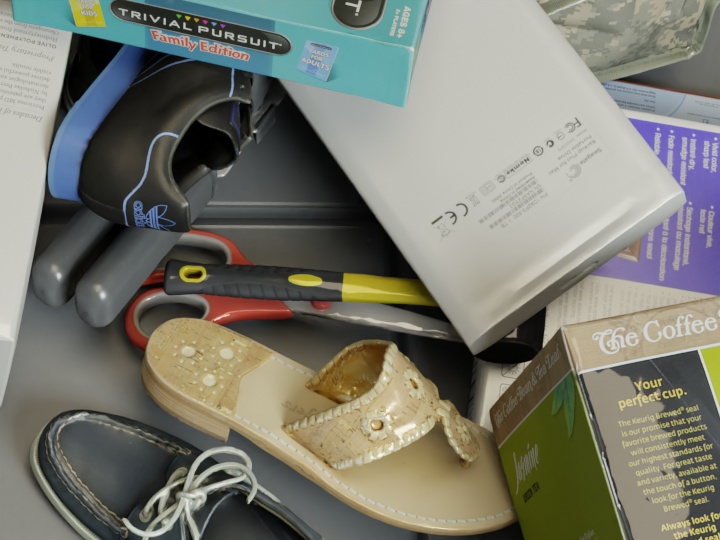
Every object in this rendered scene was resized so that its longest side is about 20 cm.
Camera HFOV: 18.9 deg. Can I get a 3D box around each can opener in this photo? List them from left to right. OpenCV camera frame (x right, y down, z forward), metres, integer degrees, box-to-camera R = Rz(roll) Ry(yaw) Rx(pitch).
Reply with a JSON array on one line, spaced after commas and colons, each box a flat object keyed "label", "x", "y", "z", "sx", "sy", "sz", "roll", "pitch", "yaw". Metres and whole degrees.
[{"label": "can opener", "x": -0.102, "y": -0.060, "z": 1.137, "sx": 0.053, "sy": 0.067, "sz": 0.200, "roll": 24, "pitch": 52, "yaw": 15}]

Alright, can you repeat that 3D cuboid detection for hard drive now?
[{"label": "hard drive", "x": 0.055, "y": -0.075, "z": 1.105, "sx": 0.132, "sy": 0.026, "sz": 0.200, "roll": -35, "pitch": 68, "yaw": 1}]

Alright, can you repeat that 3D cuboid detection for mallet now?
[{"label": "mallet", "x": 0.000, "y": 0.000, "z": 1.120, "sx": 0.199, "sy": 0.041, "sz": 0.066, "roll": 10, "pitch": 69, "yaw": 5}]

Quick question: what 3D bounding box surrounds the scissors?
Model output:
[{"label": "scissors", "x": -0.032, "y": 0.009, "z": 1.139, "sx": 0.199, "sy": 0.014, "sz": 0.073, "roll": -2, "pitch": 59, "yaw": -1}]

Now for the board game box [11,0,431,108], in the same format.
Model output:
[{"label": "board game box", "x": -0.057, "y": -0.173, "z": 1.080, "sx": 0.199, "sy": 0.047, "sz": 0.151, "roll": 12, "pitch": 56, "yaw": 3}]

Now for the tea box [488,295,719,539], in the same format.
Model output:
[{"label": "tea box", "x": 0.193, "y": 0.118, "z": 1.030, "sx": 0.199, "sy": 0.134, "sz": 0.198, "roll": -9, "pitch": 72, "yaw": -16}]

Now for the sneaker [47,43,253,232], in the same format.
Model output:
[{"label": "sneaker", "x": -0.080, "y": -0.102, "z": 1.100, "sx": 0.078, "sy": 0.070, "sz": 0.200, "roll": 20, "pitch": 62, "yaw": 13}]

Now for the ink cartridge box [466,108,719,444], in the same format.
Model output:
[{"label": "ink cartridge box", "x": 0.164, "y": 0.015, "z": 1.171, "sx": 0.199, "sy": 0.043, "sz": 0.199, "roll": 9, "pitch": 74, "yaw": -6}]

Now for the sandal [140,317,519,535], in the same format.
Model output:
[{"label": "sandal", "x": -0.005, "y": 0.064, "z": 1.070, "sx": 0.211, "sy": 0.070, "sz": 0.078, "roll": 21, "pitch": 48, "yaw": 2}]

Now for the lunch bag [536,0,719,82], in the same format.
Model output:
[{"label": "lunch bag", "x": 0.084, "y": -0.188, "z": 1.211, "sx": 0.199, "sy": 0.118, "sz": 0.164, "roll": -17, "pitch": 64, "yaw": -18}]

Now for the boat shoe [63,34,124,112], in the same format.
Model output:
[{"label": "boat shoe", "x": -0.107, "y": -0.168, "z": 1.187, "sx": 0.070, "sy": 0.066, "sz": 0.200, "roll": 28, "pitch": 65, "yaw": 0}]

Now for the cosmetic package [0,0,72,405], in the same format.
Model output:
[{"label": "cosmetic package", "x": -0.201, "y": -0.045, "z": 1.092, "sx": 0.084, "sy": 0.108, "sz": 0.201, "roll": 10, "pitch": 67, "yaw": -10}]

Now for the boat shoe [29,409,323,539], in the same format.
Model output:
[{"label": "boat shoe", "x": -0.076, "y": 0.129, "z": 1.073, "sx": 0.200, "sy": 0.062, "sz": 0.075, "roll": 38, "pitch": 67, "yaw": 5}]

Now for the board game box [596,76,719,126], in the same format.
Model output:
[{"label": "board game box", "x": 0.180, "y": -0.054, "z": 1.234, "sx": 0.199, "sy": 0.019, "sz": 0.103, "roll": 9, "pitch": 65, "yaw": -9}]
